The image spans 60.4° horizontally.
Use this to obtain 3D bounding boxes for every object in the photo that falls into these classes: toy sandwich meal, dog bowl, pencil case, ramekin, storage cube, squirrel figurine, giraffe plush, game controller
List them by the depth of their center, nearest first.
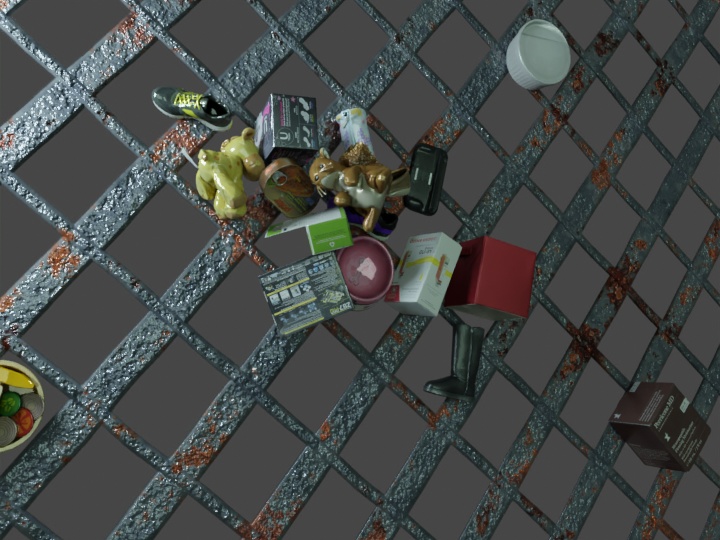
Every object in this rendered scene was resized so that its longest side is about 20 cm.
[{"bbox_3d":[-0.749,0.274,1.251,0.201,0.070,0.210,3,81,-22],"label":"toy sandwich meal"},{"bbox_3d":[-0.023,-0.216,1.455,0.183,0.143,0.201,19,36,6],"label":"squirrel figurine"},{"bbox_3d":[-0.298,-0.242,1.461,0.162,0.171,0.202,-41,110,-27],"label":"giraffe plush"},{"bbox_3d":[0.000,0.000,1.598,0.196,0.074,0.205,3,82,-22],"label":"dog bowl"},{"bbox_3d":[-0.005,-0.323,1.630,0.081,0.091,0.204,-14,90,3],"label":"pencil case"},{"bbox_3d":[0.349,0.027,1.685,0.196,0.170,0.184,14,79,-20],"label":"storage cube"},{"bbox_3d":[0.184,-0.257,1.734,0.102,0.042,0.204,14,76,-5],"label":"game controller"},{"bbox_3d":[0.538,-0.653,1.900,0.198,0.094,0.207,3,82,-21],"label":"ramekin"}]

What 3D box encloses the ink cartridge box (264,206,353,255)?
[{"bbox_3d":[-0.124,-0.088,1.502,0.196,0.148,0.077,-15,106,-1],"label":"ink cartridge box"}]

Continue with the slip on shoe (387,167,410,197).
[{"bbox_3d":[0.042,-0.213,1.566,0.197,0.076,0.062,-14,130,-24],"label":"slip on shoe"}]

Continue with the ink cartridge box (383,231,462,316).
[{"bbox_3d":[0.162,0.010,1.618,0.083,0.144,0.203,33,71,-28],"label":"ink cartridge box"}]

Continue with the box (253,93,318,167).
[{"bbox_3d":[-0.186,-0.326,1.498,0.112,0.199,0.135,-1,83,-23],"label":"box"}]

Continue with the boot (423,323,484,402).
[{"bbox_3d":[0.253,0.241,1.670,0.162,0.065,0.204,17,79,-28],"label":"boot"}]

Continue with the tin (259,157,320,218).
[{"bbox_3d":[-0.171,-0.198,1.504,0.112,0.200,0.042,-43,60,1],"label":"tin"}]

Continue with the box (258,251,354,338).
[{"bbox_3d":[-0.130,0.054,1.512,0.197,0.049,0.164,-22,89,0],"label":"box"}]

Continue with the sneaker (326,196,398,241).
[{"bbox_3d":[0.013,-0.156,1.602,0.197,0.099,0.071,22,52,-21],"label":"sneaker"}]

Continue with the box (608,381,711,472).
[{"bbox_3d":[0.892,0.463,1.850,0.200,0.164,0.166,47,69,-9],"label":"box"}]

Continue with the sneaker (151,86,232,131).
[{"bbox_3d":[-0.397,-0.402,1.484,0.196,0.084,0.076,14,77,-20],"label":"sneaker"}]
